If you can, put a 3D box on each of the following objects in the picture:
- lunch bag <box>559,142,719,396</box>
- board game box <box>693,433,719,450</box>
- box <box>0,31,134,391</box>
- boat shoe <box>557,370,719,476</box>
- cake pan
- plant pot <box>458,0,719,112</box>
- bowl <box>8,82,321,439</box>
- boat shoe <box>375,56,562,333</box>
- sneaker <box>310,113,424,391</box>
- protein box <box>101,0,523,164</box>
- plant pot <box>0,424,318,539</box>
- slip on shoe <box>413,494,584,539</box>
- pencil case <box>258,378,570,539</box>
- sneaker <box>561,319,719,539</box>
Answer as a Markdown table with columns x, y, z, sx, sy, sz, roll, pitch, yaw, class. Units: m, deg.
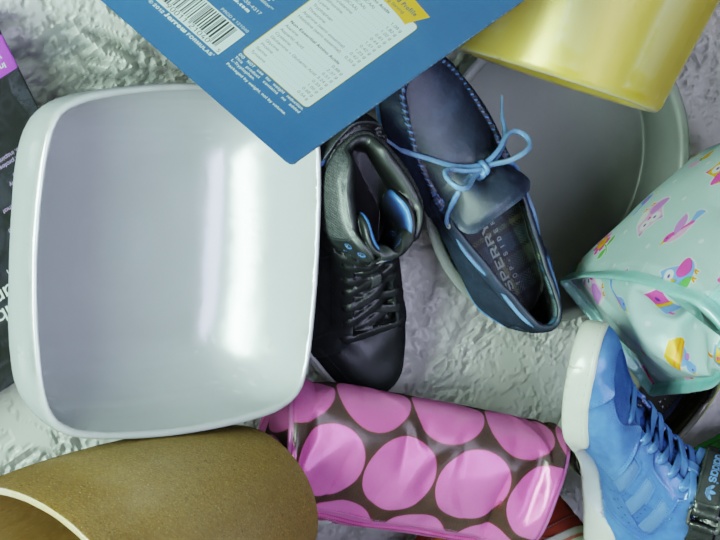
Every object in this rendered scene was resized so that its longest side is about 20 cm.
| x | y | z | sx | sy | sz | roll | pitch | yaw | class |
| --- | --- | --- | --- | --- | --- | --- | --- | --- | --- |
| 0.239 | -0.011 | 1.610 | 0.170 | 0.200 | 0.122 | -41 | 97 | -14 | lunch bag |
| 0.249 | 0.215 | 1.795 | 0.153 | 0.040 | 0.202 | -21 | 116 | -48 | board game box |
| -0.230 | -0.027 | 1.497 | 0.143 | 0.036 | 0.201 | -34 | 119 | -17 | box |
| 0.215 | 0.064 | 1.753 | 0.202 | 0.060 | 0.072 | -48 | 121 | -8 | boat shoe |
| 0.120 | -0.067 | 1.677 | 0.199 | 0.037 | 0.202 | -8 | 108 | -26 | cake pan |
| 0.146 | -0.202 | 1.552 | 0.200 | 0.200 | 0.190 | 15 | 94 | -31 | plant pot |
| -0.122 | -0.010 | 1.504 | 0.199 | 0.074 | 0.201 | -4 | 100 | -40 | bowl |
| 0.079 | -0.050 | 1.597 | 0.084 | 0.069 | 0.201 | -41 | 119 | -13 | boat shoe |
| 0.000 | 0.000 | 1.587 | 0.073 | 0.112 | 0.201 | -24 | 114 | -20 | sneaker |
| -0.028 | -0.205 | 1.428 | 0.198 | 0.135 | 0.200 | 40 | 127 | -23 | protein box |
| -0.118 | 0.170 | 1.498 | 0.200 | 0.185 | 0.188 | -29 | 119 | -46 | plant pot |
| 0.052 | 0.194 | 1.706 | 0.199 | 0.074 | 0.061 | -22 | 70 | -12 | slip on shoe |
| 0.031 | 0.126 | 1.634 | 0.198 | 0.091 | 0.094 | 10 | 76 | -18 | pencil case |
| 0.190 | 0.114 | 1.636 | 0.077 | 0.110 | 0.201 | -63 | 151 | -46 | sneaker |
